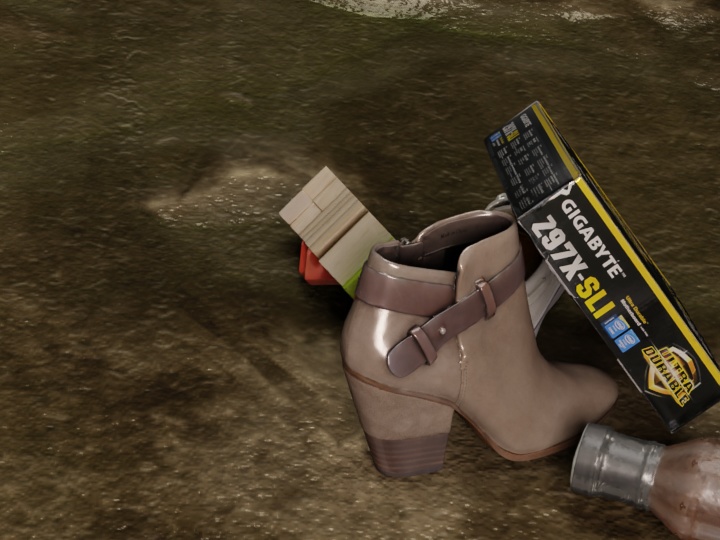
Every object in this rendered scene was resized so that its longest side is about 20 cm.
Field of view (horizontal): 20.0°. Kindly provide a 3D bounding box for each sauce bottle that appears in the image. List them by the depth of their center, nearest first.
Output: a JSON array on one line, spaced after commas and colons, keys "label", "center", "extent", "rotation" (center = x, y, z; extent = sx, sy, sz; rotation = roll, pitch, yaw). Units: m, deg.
[{"label": "sauce bottle", "center": [0.217, 0.129, 1.140], "extent": [0.198, 0.065, 0.065], "rotation": [17, 32, 15]}]

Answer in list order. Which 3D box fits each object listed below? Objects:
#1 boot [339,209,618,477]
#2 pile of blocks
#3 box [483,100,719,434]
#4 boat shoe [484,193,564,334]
[{"label": "boot", "center": [0.076, 0.036, 1.186], "extent": [0.199, 0.147, 0.070], "rotation": [-16, 31, -33]}, {"label": "pile of blocks", "center": [0.000, 0.000, 1.335], "extent": [0.062, 0.082, 0.200], "rotation": [-43, 30, 2]}, {"label": "box", "center": [0.145, -0.007, 1.232], "extent": [0.049, 0.160, 0.200], "rotation": [-34, 14, 8]}, {"label": "boat shoe", "center": [0.103, -0.016, 1.352], "extent": [0.070, 0.070, 0.200], "rotation": [14, 32, 12]}]
